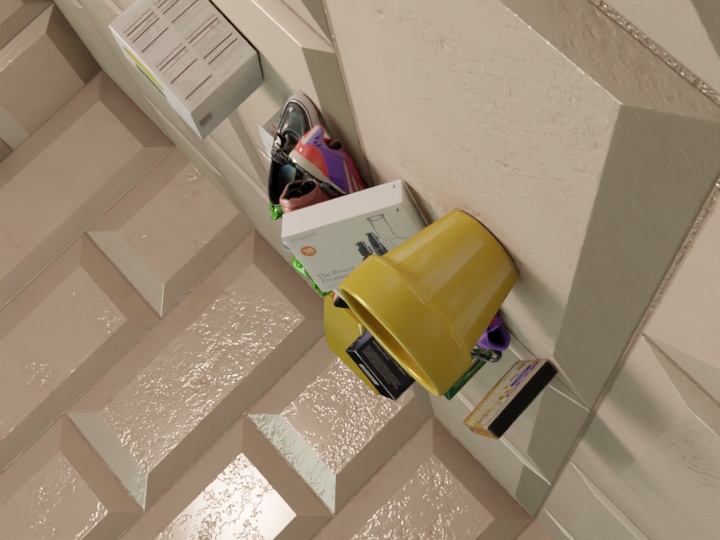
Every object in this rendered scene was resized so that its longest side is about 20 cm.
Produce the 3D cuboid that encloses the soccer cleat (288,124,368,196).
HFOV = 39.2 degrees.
[{"bbox_3d":[-0.034,-0.166,1.614,0.068,0.074,0.199,41,-171,35],"label":"soccer cleat"}]

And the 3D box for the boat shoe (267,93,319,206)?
[{"bbox_3d":[-0.117,-0.186,1.623,0.069,0.066,0.202,32,135,15],"label":"boat shoe"}]

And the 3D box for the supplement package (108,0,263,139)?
[{"bbox_3d":[-0.285,-0.357,1.681,0.200,0.150,0.152,46,173,6],"label":"supplement package"}]

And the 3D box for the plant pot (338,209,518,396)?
[{"bbox_3d":[0.101,0.030,1.349,0.201,0.189,0.201,45,172,8],"label":"plant pot"}]

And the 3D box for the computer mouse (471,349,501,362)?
[{"bbox_3d":[0.172,0.083,1.717,0.034,0.059,0.200,4,-141,-53],"label":"computer mouse"}]

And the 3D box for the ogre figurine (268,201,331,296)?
[{"bbox_3d":[-0.098,-0.061,1.836,0.120,0.096,0.203,127,135,-61],"label":"ogre figurine"}]

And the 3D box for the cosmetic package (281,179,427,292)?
[{"bbox_3d":[-0.001,-0.049,1.539,0.151,0.197,0.052,56,-153,-44],"label":"cosmetic package"}]

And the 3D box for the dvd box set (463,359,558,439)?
[{"bbox_3d":[0.240,0.208,1.645,0.029,0.146,0.200,43,172,1],"label":"dvd box set"}]

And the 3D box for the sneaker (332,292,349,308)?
[{"bbox_3d":[0.000,0.000,1.825,0.201,0.072,0.088,120,152,-54],"label":"sneaker"}]

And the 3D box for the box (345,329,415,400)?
[{"bbox_3d":[0.086,0.127,1.885,0.124,0.198,0.200,49,172,-1],"label":"box"}]

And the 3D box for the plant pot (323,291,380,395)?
[{"bbox_3d":[0.035,0.093,2.085,0.200,0.199,0.178,40,161,40],"label":"plant pot"}]

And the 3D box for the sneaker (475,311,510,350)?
[{"bbox_3d":[0.179,0.059,1.583,0.083,0.081,0.200,15,158,44],"label":"sneaker"}]

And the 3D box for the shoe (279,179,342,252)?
[{"bbox_3d":[-0.064,-0.110,1.653,0.070,0.200,0.093,10,119,29],"label":"shoe"}]

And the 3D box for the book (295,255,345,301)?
[{"bbox_3d":[-0.001,-0.009,1.665,0.199,0.133,0.049,38,148,38],"label":"book"}]

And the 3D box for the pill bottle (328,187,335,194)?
[{"bbox_3d":[-0.073,-0.103,1.962,0.200,0.106,0.107,39,169,43],"label":"pill bottle"}]

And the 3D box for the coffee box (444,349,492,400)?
[{"bbox_3d":[0.183,0.160,1.810,0.044,0.123,0.200,42,173,17],"label":"coffee box"}]

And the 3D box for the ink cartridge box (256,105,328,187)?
[{"bbox_3d":[-0.111,-0.209,1.779,0.116,0.068,0.200,44,172,12],"label":"ink cartridge box"}]
